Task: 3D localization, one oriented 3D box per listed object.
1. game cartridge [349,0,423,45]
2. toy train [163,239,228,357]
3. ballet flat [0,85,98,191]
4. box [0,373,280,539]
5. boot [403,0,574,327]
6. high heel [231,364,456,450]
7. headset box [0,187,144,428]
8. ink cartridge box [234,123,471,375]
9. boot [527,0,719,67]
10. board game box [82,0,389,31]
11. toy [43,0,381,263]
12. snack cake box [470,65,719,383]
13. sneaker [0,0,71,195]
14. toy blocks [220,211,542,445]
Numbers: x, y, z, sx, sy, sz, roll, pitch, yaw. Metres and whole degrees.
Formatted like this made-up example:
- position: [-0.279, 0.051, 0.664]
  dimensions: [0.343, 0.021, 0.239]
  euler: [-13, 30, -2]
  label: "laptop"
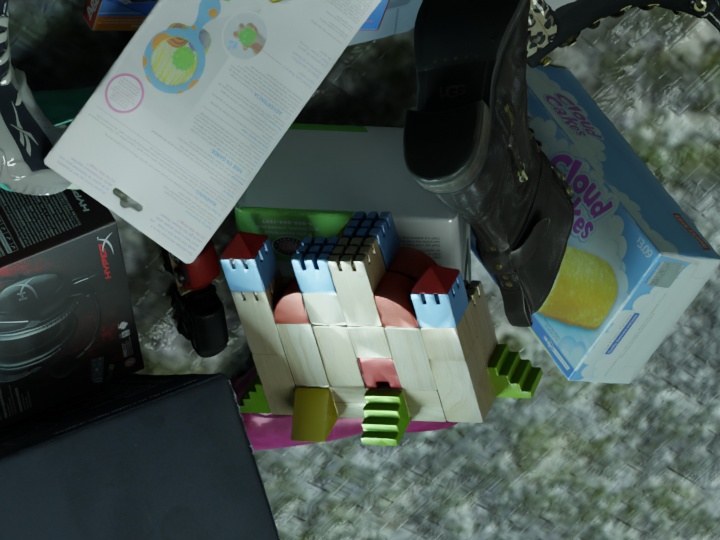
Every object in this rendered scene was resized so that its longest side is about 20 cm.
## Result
- position: [-0.031, -0.191, 1.616]
  dimensions: [0.199, 0.041, 0.134]
  euler: [-15, 142, -22]
  label: "game cartridge"
- position: [-0.113, -0.011, 1.741]
  dimensions: [0.034, 0.046, 0.200]
  euler: [-23, 141, -13]
  label: "toy train"
- position: [-0.135, -0.083, 1.592]
  dimensions: [0.199, 0.071, 0.067]
  euler: [-11, 146, -3]
  label: "ballet flat"
- position: [-0.189, 0.154, 1.710]
  dimensions: [0.199, 0.124, 0.196]
  euler: [-20, -176, -23]
  label: "box"
- position: [0.092, -0.086, 1.665]
  dimensions: [0.069, 0.201, 0.174]
  euler: [3, 153, 29]
  label: "boot"
- position: [-0.016, 0.107, 1.922]
  dimensions: [0.199, 0.067, 0.096]
  euler: [8, 132, -43]
  label: "high heel"
- position: [-0.249, 0.030, 1.665]
  dimensions: [0.199, 0.077, 0.149]
  euler: [-23, 141, -16]
  label: "headset box"
- position: [0.000, 0.000, 1.757]
  dimensions: [0.145, 0.084, 0.200]
  euler: [3, 140, 6]
  label: "ink cartridge box"
- position: [0.173, -0.183, 1.741]
  dimensions: [0.154, 0.074, 0.204]
  euler: [-36, 136, 6]
  label: "boot"
- position: [-0.060, -0.188, 1.557]
  dimensions: [0.199, 0.019, 0.103]
  euler: [-3, 131, -33]
  label: "board game box"
- position: [-0.088, -0.119, 1.537]
  dimensions: [0.115, 0.047, 0.200]
  euler: [36, 94, -28]
  label: "toy"
- position: [0.140, -0.034, 1.770]
  dimensions: [0.067, 0.200, 0.115]
  euler: [5, 129, -42]
  label: "snack cake box"
- position: [-0.209, -0.139, 1.486]
  dimensions: [0.199, 0.080, 0.130]
  euler: [40, 102, -21]
  label: "sneaker"
- position: [0.002, 0.025, 1.659]
  dimensions: [0.199, 0.100, 0.137]
  euler: [1, 127, 25]
  label: "toy blocks"
